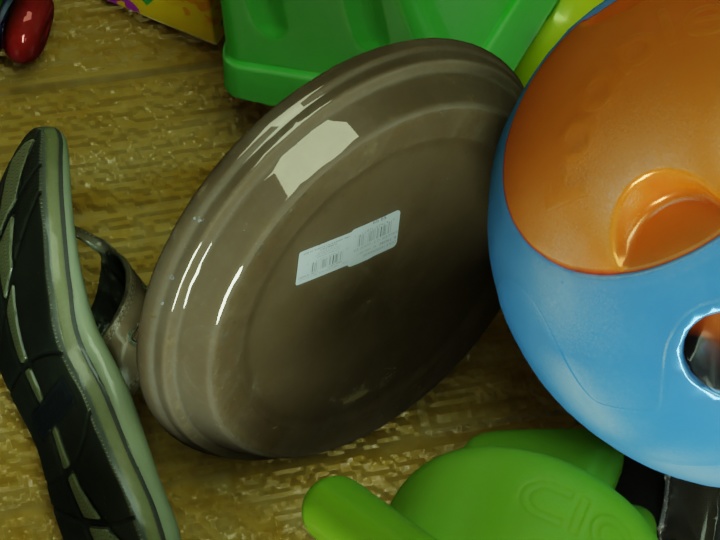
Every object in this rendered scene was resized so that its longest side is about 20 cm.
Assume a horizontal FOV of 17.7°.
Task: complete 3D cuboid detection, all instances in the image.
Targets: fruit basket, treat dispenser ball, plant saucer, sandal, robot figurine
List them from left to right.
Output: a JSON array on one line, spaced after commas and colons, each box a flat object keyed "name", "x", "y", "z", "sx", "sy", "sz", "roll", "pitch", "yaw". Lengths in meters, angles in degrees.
[{"name": "sandal", "x": -0.108, "y": 0.039, "z": 0.957, "sx": 0.057, "sy": 0.080, "sz": 0.202, "roll": -12, "pitch": 78, "yaw": -33}, {"name": "plant saucer", "x": 0.000, "y": 0.000, "z": 0.921, "sx": 0.200, "sy": 0.200, "sz": 0.029, "roll": -33, "pitch": 53, "yaw": -20}, {"name": "fruit basket", "x": 0.048, "y": -0.130, "z": 1.020, "sx": 0.155, "sy": 0.216, "sz": 0.216, "roll": 12, "pitch": 62, "yaw": 32}, {"name": "robot figurine", "x": 0.046, "y": 0.148, "z": 0.868, "sx": 0.115, "sy": 0.176, "sz": 0.200, "roll": -2, "pitch": 41, "yaw": 30}, {"name": "treat dispenser ball", "x": 0.148, "y": -0.018, "z": 0.869, "sx": 0.200, "sy": 0.201, "sz": 0.202, "roll": 4, "pitch": 69, "yaw": -10}]

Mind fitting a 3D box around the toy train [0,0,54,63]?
[{"name": "toy train", "x": -0.152, "y": -0.197, "z": 1.007, "sx": 0.084, "sy": 0.116, "sz": 0.201, "roll": 18, "pitch": 67, "yaw": -1}]

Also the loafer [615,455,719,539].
[{"name": "loafer", "x": 0.120, "y": 0.114, "z": 0.965, "sx": 0.071, "sy": 0.073, "sz": 0.201, "roll": 2, "pitch": 68, "yaw": -9}]

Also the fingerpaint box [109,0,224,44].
[{"name": "fingerpaint box", "x": -0.052, "y": -0.229, "z": 1.008, "sx": 0.073, "sy": 0.167, "sz": 0.200, "roll": 23, "pitch": 65, "yaw": 13}]
